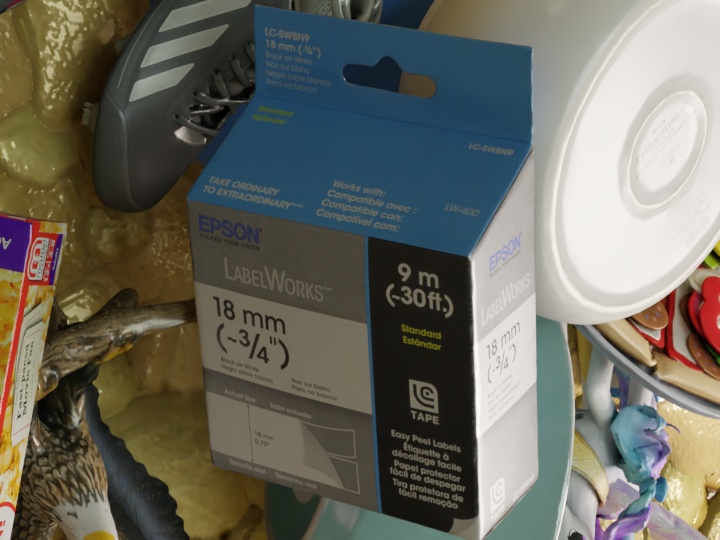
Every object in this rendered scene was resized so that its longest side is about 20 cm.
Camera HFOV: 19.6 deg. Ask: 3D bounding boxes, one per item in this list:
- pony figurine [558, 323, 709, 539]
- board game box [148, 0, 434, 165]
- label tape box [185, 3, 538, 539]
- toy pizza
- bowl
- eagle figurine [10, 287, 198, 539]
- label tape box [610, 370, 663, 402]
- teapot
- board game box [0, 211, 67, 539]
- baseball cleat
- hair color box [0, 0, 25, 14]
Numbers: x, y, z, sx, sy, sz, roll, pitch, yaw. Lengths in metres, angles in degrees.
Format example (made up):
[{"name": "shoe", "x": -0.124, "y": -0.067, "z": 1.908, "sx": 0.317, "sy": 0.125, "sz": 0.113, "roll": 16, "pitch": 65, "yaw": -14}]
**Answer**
[{"name": "pony figurine", "x": 0.125, "y": 0.109, "z": 1.100, "sx": 0.193, "sy": 0.165, "sz": 0.202, "roll": 46, "pitch": 47, "yaw": -59}, {"name": "board game box", "x": -0.026, "y": -0.142, "z": 1.035, "sx": 0.156, "sy": 0.039, "sz": 0.202, "roll": -8, "pitch": 100, "yaw": 4}, {"name": "label tape box", "x": 0.000, "y": 0.000, "z": 0.888, "sx": 0.063, "sy": 0.143, "sz": 0.202, "roll": -36, "pitch": 130, "yaw": -49}, {"name": "toy pizza", "x": 0.160, "y": -0.010, "z": 1.078, "sx": 0.199, "sy": 0.032, "sz": 0.201, "roll": 27, "pitch": 38, "yaw": -23}, {"name": "bowl", "x": 0.018, "y": 0.097, "z": 1.036, "sx": 0.104, "sy": 0.201, "sz": 0.203, "roll": 12, "pitch": 85, "yaw": -18}, {"name": "eagle figurine", "x": -0.140, "y": 0.108, "z": 0.958, "sx": 0.150, "sy": 0.151, "sz": 0.201, "roll": 7, "pitch": 124, "yaw": 1}, {"name": "label tape box", "x": 0.216, "y": -0.016, "z": 1.243, "sx": 0.199, "sy": 0.066, "sz": 0.145, "roll": -15, "pitch": 101, "yaw": -34}, {"name": "teapot", "x": 0.089, "y": -0.084, "z": 0.962, "sx": 0.199, "sy": 0.146, "sz": 0.199, "roll": -10, "pitch": 119, "yaw": -44}, {"name": "board game box", "x": -0.214, "y": 0.065, "z": 0.860, "sx": 0.046, "sy": 0.150, "sz": 0.202, "roll": 1, "pitch": 99, "yaw": -80}, {"name": "baseball cleat", "x": -0.056, "y": -0.106, "z": 0.974, "sx": 0.070, "sy": 0.106, "sz": 0.201, "roll": 8, "pitch": 110, "yaw": -59}, {"name": "hair color box", "x": -0.102, "y": -0.177, "z": 0.902, "sx": 0.099, "sy": 0.200, "sz": 0.061, "roll": -33, "pitch": 98, "yaw": -31}]
